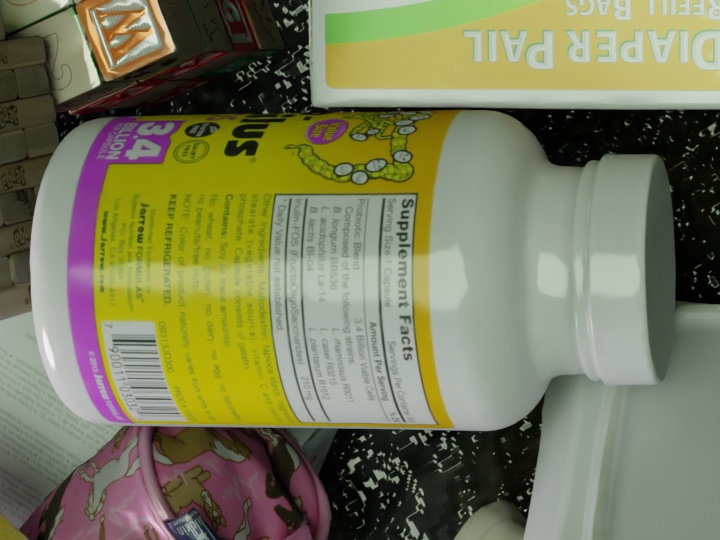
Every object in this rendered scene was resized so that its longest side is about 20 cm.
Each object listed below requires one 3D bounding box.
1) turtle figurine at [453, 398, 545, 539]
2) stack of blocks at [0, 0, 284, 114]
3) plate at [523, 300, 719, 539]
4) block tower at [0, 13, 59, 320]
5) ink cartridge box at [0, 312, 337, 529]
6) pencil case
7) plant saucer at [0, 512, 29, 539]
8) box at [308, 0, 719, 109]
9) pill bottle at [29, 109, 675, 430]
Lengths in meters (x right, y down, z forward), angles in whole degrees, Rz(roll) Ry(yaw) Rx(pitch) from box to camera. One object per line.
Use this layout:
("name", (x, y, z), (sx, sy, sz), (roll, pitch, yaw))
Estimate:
("turtle figurine", (0.142, 0.125, 0.868), (0.194, 0.199, 0.145), (37, 130, 32))
("stack of blocks", (-0.105, -0.161, 0.899), (0.058, 0.115, 0.201), (-21, 88, 19))
("plate", (0.150, 0.069, 0.789), (0.198, 0.200, 0.033), (4, 127, 10))
("block tower", (-0.145, -0.083, 0.834), (0.058, 0.054, 0.202), (-6, 98, 36))
("ink cartridge box", (-0.111, 0.093, 0.975), (0.162, 0.057, 0.201), (31, 125, 13))
("pencil case", (-0.096, 0.131, 0.908), (0.082, 0.087, 0.200), (28, 126, -24))
("plant saucer", (-0.182, 0.165, 0.899), (0.200, 0.048, 0.201), (39, 120, 25))
("box", (0.092, -0.107, 0.840), (0.198, 0.112, 0.102), (2, 96, 17))
("pill bottle", (0.000, 0.000, 0.815), (0.198, 0.104, 0.105), (0, 96, 15))
